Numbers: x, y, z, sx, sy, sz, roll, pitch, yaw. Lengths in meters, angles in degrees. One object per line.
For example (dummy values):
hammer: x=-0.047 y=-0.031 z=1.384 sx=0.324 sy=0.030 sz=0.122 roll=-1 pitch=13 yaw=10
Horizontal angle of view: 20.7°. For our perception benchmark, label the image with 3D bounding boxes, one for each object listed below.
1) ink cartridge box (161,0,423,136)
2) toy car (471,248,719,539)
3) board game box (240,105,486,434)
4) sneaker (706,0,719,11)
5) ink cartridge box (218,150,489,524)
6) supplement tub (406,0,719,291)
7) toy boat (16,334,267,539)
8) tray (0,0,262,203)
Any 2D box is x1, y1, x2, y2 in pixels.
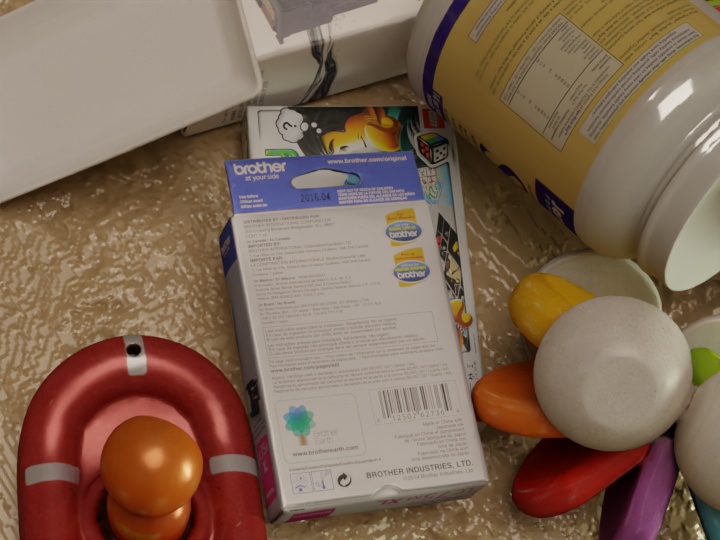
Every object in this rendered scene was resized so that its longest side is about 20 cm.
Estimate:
ink cartridge box: x=-0.037 y=-0.184 z=1.182 sx=0.199 sy=0.084 sz=0.145 roll=-17 pitch=73 yaw=-16
toy car: x=0.156 y=0.089 z=1.087 sx=0.199 sy=0.175 sz=0.150 roll=25 pitch=102 yaw=-4
board game box: x=0.000 y=0.000 z=1.144 sx=0.126 sy=0.035 sz=0.201 roll=-2 pitch=69 yaw=-11
sneaker: x=0.236 y=-0.177 z=1.232 sx=0.077 sy=0.085 sz=0.200 roll=-32 pitch=78 yaw=-20
ink cartridge box: x=-0.008 y=0.033 z=1.085 sx=0.119 sy=0.042 sz=0.201 roll=-5 pitch=73 yaw=-19
supplement tub: x=0.140 y=-0.098 z=1.097 sx=0.145 sy=0.146 sz=0.200 roll=-36 pitch=64 yaw=-21
toy boat: x=-0.110 y=0.118 z=1.015 sx=0.130 sy=0.131 sz=0.201 roll=-3 pitch=55 yaw=-13
tray: x=-0.147 y=-0.112 z=1.114 sx=0.199 sy=0.022 sz=0.108 roll=-20 pitch=76 yaw=22
